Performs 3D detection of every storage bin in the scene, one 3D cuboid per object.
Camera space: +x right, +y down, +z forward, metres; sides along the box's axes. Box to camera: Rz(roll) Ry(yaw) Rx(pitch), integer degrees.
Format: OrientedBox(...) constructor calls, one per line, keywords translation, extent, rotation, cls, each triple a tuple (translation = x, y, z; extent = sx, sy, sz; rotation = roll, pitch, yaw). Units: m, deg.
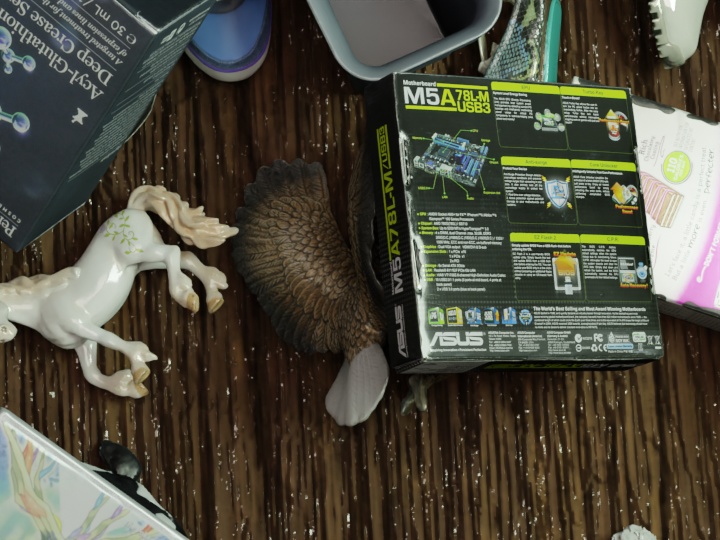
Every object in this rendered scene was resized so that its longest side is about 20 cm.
OrientedBox(translation=(0.013, -0.228, 1.616), extent=(0.145, 0.134, 0.201), rotation=(-25, 84, -7), cls="storage bin")

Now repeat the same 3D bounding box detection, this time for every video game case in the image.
OrientedBox(translation=(-0.213, 0.223, 1.524), extent=(0.199, 0.022, 0.183), rotation=(37, 83, -12), cls="video game case")

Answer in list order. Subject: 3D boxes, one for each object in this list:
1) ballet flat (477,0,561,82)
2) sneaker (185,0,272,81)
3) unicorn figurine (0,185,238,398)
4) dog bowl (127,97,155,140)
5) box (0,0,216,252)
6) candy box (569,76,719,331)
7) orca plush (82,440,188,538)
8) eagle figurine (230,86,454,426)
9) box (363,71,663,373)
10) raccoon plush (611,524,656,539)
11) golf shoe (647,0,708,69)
OrientedBox(translation=(0.119, -0.207, 1.656), extent=(0.074, 0.074, 0.202), rotation=(11, 77, -1), cls="ballet flat")
OrientedBox(translation=(-0.111, -0.245, 1.605), extent=(0.080, 0.147, 0.202), rotation=(-11, 81, -5), cls="sneaker")
OrientedBox(translation=(-0.188, 0.020, 1.603), extent=(0.137, 0.074, 0.200), rotation=(38, 66, 13), cls="unicorn figurine")
OrientedBox(translation=(-0.233, -0.157, 1.629), extent=(0.198, 0.059, 0.202), rotation=(1, 81, -4), cls="dog bowl")
OrientedBox(translation=(-0.213, -0.143, 1.496), extent=(0.148, 0.107, 0.200), rotation=(39, 121, 3), cls="box")
OrientedBox(translation=(0.223, -0.041, 1.634), extent=(0.198, 0.061, 0.138), rotation=(18, 81, -1), cls="candy box")
OrientedBox(translation=(-0.207, 0.150, 1.573), extent=(0.200, 0.071, 0.105), rotation=(43, 81, 4), cls="orca plush")
OrientedBox(translation=(0.001, -0.002, 1.586), extent=(0.151, 0.151, 0.201), rotation=(-36, 96, 1), cls="eagle figurine")
OrientedBox(translation=(0.104, -0.031, 1.528), extent=(0.198, 0.047, 0.195), rotation=(0, 76, -31), cls="box")
OrientedBox(translation=(0.234, 0.267, 1.546), extent=(0.200, 0.134, 0.097), rotation=(44, 82, 4), cls="raccoon plush")
OrientedBox(translation=(0.255, -0.245, 1.650), extent=(0.096, 0.078, 0.202), rotation=(4, 81, 16), cls="golf shoe")
